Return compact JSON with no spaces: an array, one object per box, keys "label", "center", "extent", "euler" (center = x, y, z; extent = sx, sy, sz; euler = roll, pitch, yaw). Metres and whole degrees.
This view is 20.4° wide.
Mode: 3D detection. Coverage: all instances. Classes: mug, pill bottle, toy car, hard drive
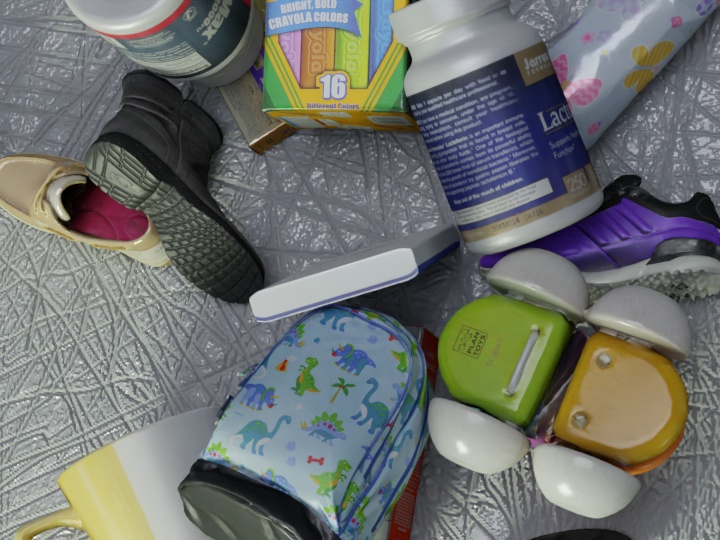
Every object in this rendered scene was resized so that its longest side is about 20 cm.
[{"label":"mug","center":[-0.163,0.218,1.631],"extent":[0.187,0.149,0.153],"euler":[-29,79,20]},{"label":"pill bottle","center":[-0.156,-0.225,1.660],"extent":[0.120,0.200,0.120],"euler":[-4,77,17]},{"label":"toy car","center":[0.158,0.091,1.545],"extent":[0.200,0.150,0.175],"euler":[21,81,17]},{"label":"pill bottle","center":[0.101,-0.122,1.546],"extent":[0.116,0.116,0.200],"euler":[-21,96,12]},{"label":"hard drive","center":[0.000,0.000,1.591],"extent":[0.132,0.200,0.025],"euler":[-17,93,13]}]

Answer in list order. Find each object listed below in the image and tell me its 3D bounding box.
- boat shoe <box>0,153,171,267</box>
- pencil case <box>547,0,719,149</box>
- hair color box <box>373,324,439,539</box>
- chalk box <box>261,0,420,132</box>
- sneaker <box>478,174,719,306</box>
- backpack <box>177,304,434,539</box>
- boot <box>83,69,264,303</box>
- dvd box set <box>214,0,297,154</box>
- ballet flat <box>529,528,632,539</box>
[{"label":"boat shoe","center":[-0.248,-0.063,1.753],"extent":[0.200,0.069,0.074],"euler":[18,83,21]},{"label":"pencil case","center":[0.207,-0.187,1.632],"extent":[0.200,0.083,0.091],"euler":[-46,50,3]},{"label":"hair color box","center":[-0.003,0.142,1.631],"extent":[0.101,0.061,0.200],"euler":[7,78,19]},{"label":"chalk box","center":[-0.007,-0.221,1.647],"extent":[0.124,0.125,0.200],"euler":[1,86,12]},{"label":"sneaker","center":[0.195,-0.026,1.610],"extent":[0.200,0.070,0.100],"euler":[-3,68,15]},{"label":"backpack","center":[-0.026,0.124,1.535],"extent":[0.163,0.154,0.200],"euler":[27,54,29]},{"label":"boot","center":[-0.139,-0.077,1.712],"extent":[0.070,0.200,0.132],"euler":[-27,25,31]},{"label":"dvd box set","center":[-0.042,-0.214,1.744],"extent":[0.200,0.029,0.146],"euler":[-33,70,9]},{"label":"ballet flat","center":[0.127,0.258,1.577],"extent":[0.200,0.057,0.066],"euler":[-24,43,6]}]
